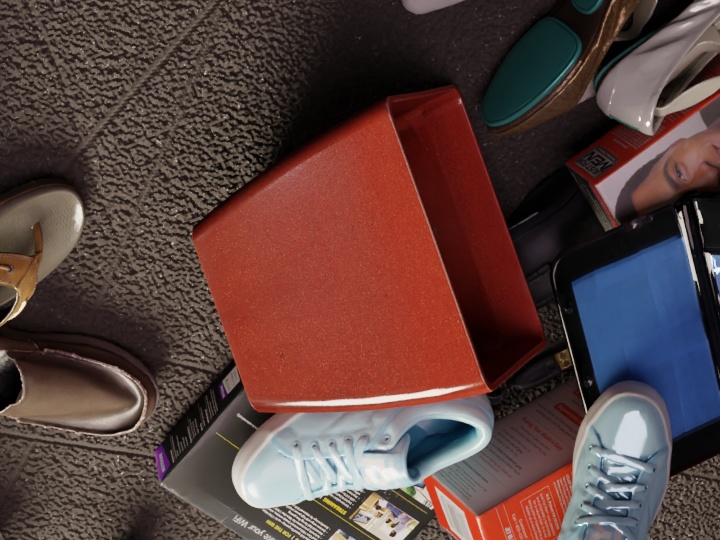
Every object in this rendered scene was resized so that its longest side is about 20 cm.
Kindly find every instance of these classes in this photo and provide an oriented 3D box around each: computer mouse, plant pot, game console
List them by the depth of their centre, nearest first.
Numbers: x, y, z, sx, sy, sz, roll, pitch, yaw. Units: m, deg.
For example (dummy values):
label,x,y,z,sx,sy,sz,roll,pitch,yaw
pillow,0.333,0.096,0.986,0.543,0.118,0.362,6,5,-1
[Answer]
label,x,y,z,sx,sy,sz,roll,pitch,yaw
plant pot,0.000,0.000,1.474,0.175,0.200,0.202,-20,91,18
game console,0.251,0.058,1.488,0.171,0.119,0.202,3,119,40
computer mouse,0.138,0.020,1.603,0.199,0.046,0.141,-35,115,9

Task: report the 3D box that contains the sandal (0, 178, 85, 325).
label,x,y,z,sx,sy,sz,roll,pitch,yaw
sandal,-0.271,0.011,1.494,0.199,0.054,0.082,-33,138,-26

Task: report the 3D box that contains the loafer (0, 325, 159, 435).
label,x,y,z,sx,sy,sz,roll,pitch,yaw
loafer,-0.245,0.087,1.560,0.198,0.071,0.074,13,113,-15

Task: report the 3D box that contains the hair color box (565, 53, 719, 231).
label,x,y,z,sx,sy,sz,roll,pitch,yaw
hair color box,0.260,-0.091,1.542,0.199,0.061,0.102,-36,117,-3

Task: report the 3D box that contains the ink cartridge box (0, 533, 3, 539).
label,x,y,z,sx,sy,sz,roll,pitch,yaw
ink cartridge box,-0.373,0.273,1.604,0.145,0.085,0.200,26,111,-40

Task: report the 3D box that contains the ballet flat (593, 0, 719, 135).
label,x,y,z,sx,sy,sz,roll,pitch,yaw
ballet flat,0.255,-0.169,1.500,0.200,0.069,0.070,-42,115,-2

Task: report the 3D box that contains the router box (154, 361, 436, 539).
label,x,y,z,sx,sy,sz,roll,pitch,yaw
router box,-0.037,0.150,1.634,0.199,0.051,0.149,37,105,-25

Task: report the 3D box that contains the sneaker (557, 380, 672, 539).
label,x,y,z,sx,sy,sz,roll,pitch,yaw
sneaker,0.177,0.181,1.492,0.073,0.082,0.202,11,107,-2

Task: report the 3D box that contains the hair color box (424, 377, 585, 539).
label,x,y,z,sx,sy,sz,roll,pitch,yaw
hair color box,0.157,0.141,1.596,0.199,0.101,0.062,-28,118,-14

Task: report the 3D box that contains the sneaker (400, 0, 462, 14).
label,x,y,z,sx,sy,sz,roll,pitch,yaw
sneaker,0.117,-0.218,1.450,0.199,0.072,0.073,-24,89,19

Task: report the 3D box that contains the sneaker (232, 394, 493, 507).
label,x,y,z,sx,sy,sz,roll,pitch,yaw
sneaker,0.003,0.129,1.545,0.198,0.082,0.074,-23,115,-2

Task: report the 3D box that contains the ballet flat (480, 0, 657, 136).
label,x,y,z,sx,sy,sz,roll,pitch,yaw
ballet flat,0.166,-0.172,1.514,0.072,0.068,0.201,20,108,-38
